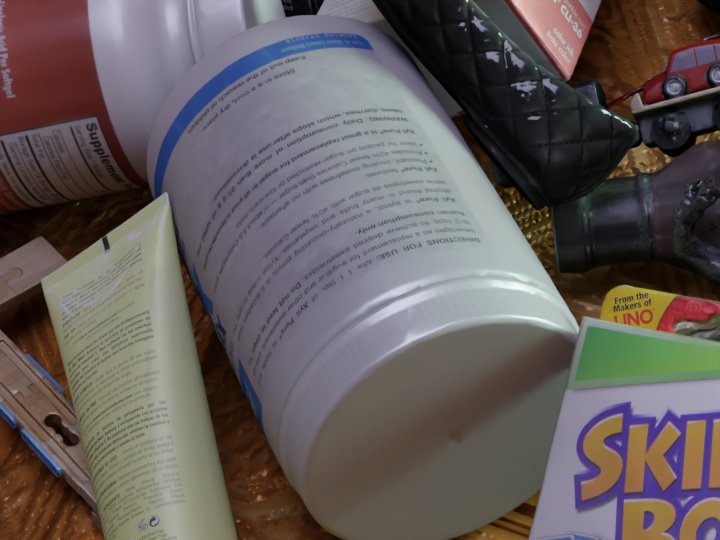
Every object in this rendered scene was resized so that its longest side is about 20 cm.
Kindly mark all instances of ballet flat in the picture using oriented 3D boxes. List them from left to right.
[{"bbox_3d":[0.040,-0.114,1.058,0.057,0.066,0.200,-36,86,0],"label":"ballet flat"}]

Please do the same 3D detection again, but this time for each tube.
[{"bbox_3d":[-0.084,0.068,1.011,0.058,0.052,0.200,-12,60,-8],"label":"tube"}]

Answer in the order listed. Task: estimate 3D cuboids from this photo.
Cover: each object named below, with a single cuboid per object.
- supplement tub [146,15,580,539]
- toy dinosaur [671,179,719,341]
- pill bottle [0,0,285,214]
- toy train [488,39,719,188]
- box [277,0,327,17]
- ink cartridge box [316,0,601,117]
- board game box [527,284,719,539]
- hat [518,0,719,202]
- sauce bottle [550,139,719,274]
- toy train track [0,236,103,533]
[{"bbox_3d":[0.000,0.000,1.032,0.132,0.132,0.200,-21,47,-8],"label":"supplement tub"},{"bbox_3d":[0.163,0.011,1.021,0.199,0.088,0.047,2,15,13],"label":"toy dinosaur"},{"bbox_3d":[-0.136,-0.088,1.135,0.200,0.112,0.112,-11,47,11],"label":"pill bottle"},{"bbox_3d":[0.150,-0.077,1.089,0.200,0.034,0.046,-14,81,14],"label":"toy train"},{"bbox_3d":[-0.062,-0.194,1.249,0.163,0.086,0.200,9,50,18],"label":"box"},{"bbox_3d":[0.065,-0.163,1.178,0.116,0.068,0.200,-15,38,39],"label":"ink cartridge box"},{"bbox_3d":[0.109,0.106,0.922,0.095,0.030,0.200,10,77,23],"label":"board game box"},{"bbox_3d":[0.180,-0.128,1.189,0.200,0.176,0.166,14,40,-31],"label":"hat"},{"bbox_3d":[0.181,-0.027,1.067,0.199,0.066,0.066,-8,47,6],"label":"sauce bottle"},{"bbox_3d":[-0.153,0.052,1.085,0.115,0.033,0.200,-31,55,-26],"label":"toy train track"}]
